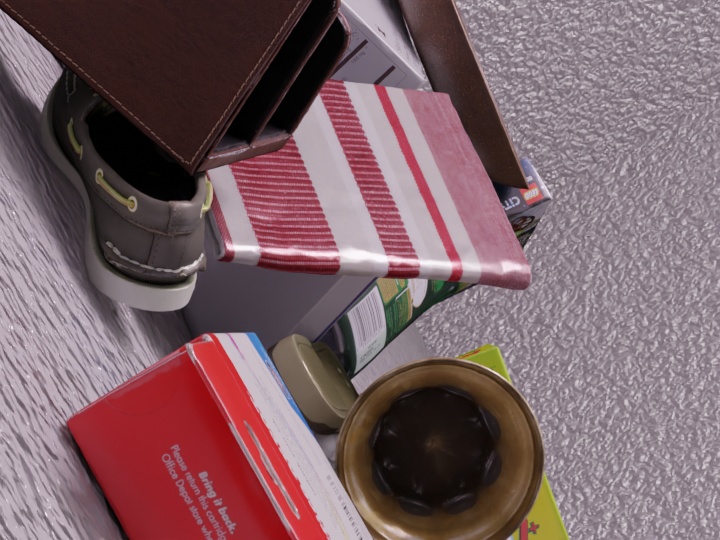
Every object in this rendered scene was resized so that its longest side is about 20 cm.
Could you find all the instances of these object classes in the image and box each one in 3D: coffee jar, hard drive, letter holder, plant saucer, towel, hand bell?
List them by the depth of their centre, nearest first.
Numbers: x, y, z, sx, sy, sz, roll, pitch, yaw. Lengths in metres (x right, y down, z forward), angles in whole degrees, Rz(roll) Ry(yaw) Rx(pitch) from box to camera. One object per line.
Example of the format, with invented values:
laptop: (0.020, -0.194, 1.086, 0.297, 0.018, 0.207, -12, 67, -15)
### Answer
letter holder: (-0.097, -0.169, 1.064, 0.200, 0.142, 0.101, 40, 23, 12)
hand bell: (0.033, 0.079, 1.152, 0.104, 0.104, 0.200, 60, 1, -9)
towel: (-0.011, -0.050, 1.188, 0.199, 0.023, 0.144, 4, 47, -33)
hard drive: (-0.068, -0.037, 1.260, 0.025, 0.132, 0.200, 16, 37, -45)
coffee jar: (0.000, 0.000, 1.373, 0.200, 0.104, 0.086, -37, 119, -50)
plant saucer: (0.061, -0.141, 1.453, 0.200, 0.037, 0.201, -22, 90, -86)

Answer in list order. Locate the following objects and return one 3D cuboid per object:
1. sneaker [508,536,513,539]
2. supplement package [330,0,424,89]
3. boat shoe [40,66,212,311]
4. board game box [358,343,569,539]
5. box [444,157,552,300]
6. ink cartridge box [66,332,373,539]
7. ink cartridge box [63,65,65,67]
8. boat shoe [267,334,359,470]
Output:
sneaker: (0.024, 0.154, 1.138, 0.081, 0.076, 0.200, 52, 21, -8)
supplement package: (-0.061, -0.151, 1.429, 0.111, 0.156, 0.200, 41, 17, -26)
boat shoe: (-0.115, -0.061, 1.089, 0.202, 0.072, 0.060, -113, -143, -51)
board game box: (0.071, 0.158, 1.344, 0.048, 0.101, 0.201, -179, -111, -87)
box: (0.031, -0.001, 1.545, 0.038, 0.200, 0.137, 60, -17, 15)
ink cartridge box: (-0.053, 0.090, 0.868, 0.116, 0.067, 0.200, 60, 3, 4)
ink cartridge box: (-0.134, -0.238, 1.319, 0.146, 0.200, 0.084, 57, 5, -43)
boat shoe: (-0.037, 0.082, 1.183, 0.075, 0.068, 0.200, 61, 4, 18)
